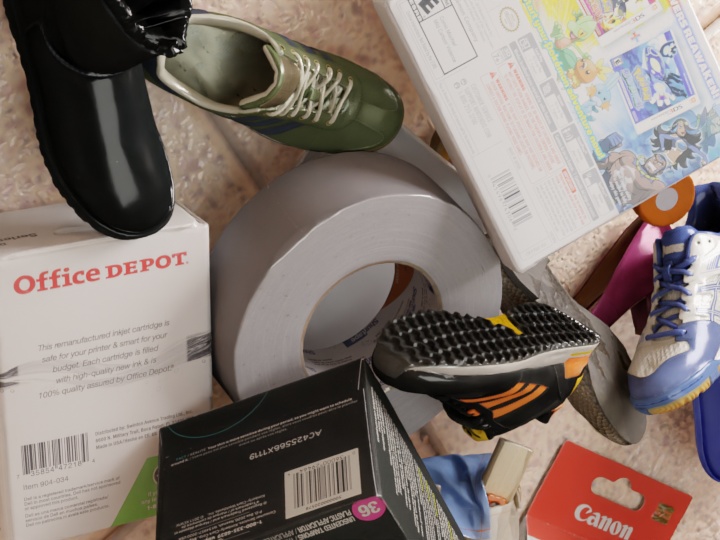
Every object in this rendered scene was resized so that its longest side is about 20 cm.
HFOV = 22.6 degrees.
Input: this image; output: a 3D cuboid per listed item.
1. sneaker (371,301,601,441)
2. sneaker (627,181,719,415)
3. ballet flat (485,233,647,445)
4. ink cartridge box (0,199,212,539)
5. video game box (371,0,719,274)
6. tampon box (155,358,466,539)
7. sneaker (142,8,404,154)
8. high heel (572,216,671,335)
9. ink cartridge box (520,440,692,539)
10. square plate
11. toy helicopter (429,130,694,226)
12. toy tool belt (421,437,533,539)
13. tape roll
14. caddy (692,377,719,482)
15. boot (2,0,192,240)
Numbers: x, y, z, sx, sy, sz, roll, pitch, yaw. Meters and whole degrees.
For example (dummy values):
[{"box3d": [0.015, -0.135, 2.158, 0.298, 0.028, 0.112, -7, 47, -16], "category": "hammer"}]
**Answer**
[{"box3d": [0.079, 0.077, 1.181, 0.200, 0.070, 0.090, -5, 120, -47], "category": "sneaker"}, {"box3d": [0.232, 0.017, 1.313, 0.088, 0.075, 0.200, 56, 46, -24], "category": "sneaker"}, {"box3d": [0.141, 0.050, 1.294, 0.200, 0.046, 0.067, 50, 41, -24], "category": "ballet flat"}, {"box3d": [-0.175, 0.060, 1.158, 0.145, 0.084, 0.201, -11, 114, -26], "category": "ink cartridge box"}, {"box3d": [0.131, -0.129, 1.163, 0.182, 0.047, 0.201, -28, 104, -4], "category": "video game box"}, {"box3d": [-0.022, 0.186, 1.141, 0.149, 0.126, 0.200, -20, 126, 11], "category": "tampon box"}, {"box3d": [-0.056, -0.115, 1.133, 0.199, 0.090, 0.067, 18, 96, -20], "category": "sneaker"}, {"box3d": [0.154, 0.023, 1.355, 0.199, 0.067, 0.097, -20, 101, -25], "category": "high heel"}, {"box3d": [0.182, 0.257, 1.459, 0.162, 0.057, 0.200, 25, 100, -34], "category": "ink cartridge box"}, {"box3d": [0.000, 0.000, 1.262, 0.200, 0.028, 0.198, 36, 93, -33], "category": "square plate"}, {"box3d": [0.147, -0.101, 1.289, 0.199, 0.079, 0.133, -5, 118, -15], "category": "toy helicopter"}, {"box3d": [0.020, 0.169, 1.287, 0.199, 0.125, 0.123, 0, 121, -4], "category": "toy tool belt"}, {"box3d": [-0.007, 0.025, 1.197, 0.200, 0.066, 0.201, -16, 126, -23], "category": "tape roll"}, {"box3d": [0.320, 0.080, 1.438, 0.141, 0.105, 0.201, -34, 125, -42], "category": "caddy"}, {"box3d": [-0.138, -0.122, 1.028, 0.073, 0.162, 0.199, -21, 91, -29], "category": "boot"}]
